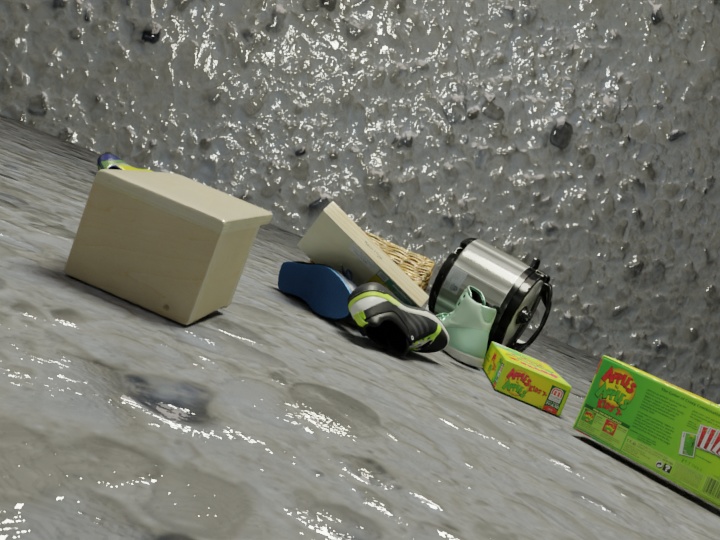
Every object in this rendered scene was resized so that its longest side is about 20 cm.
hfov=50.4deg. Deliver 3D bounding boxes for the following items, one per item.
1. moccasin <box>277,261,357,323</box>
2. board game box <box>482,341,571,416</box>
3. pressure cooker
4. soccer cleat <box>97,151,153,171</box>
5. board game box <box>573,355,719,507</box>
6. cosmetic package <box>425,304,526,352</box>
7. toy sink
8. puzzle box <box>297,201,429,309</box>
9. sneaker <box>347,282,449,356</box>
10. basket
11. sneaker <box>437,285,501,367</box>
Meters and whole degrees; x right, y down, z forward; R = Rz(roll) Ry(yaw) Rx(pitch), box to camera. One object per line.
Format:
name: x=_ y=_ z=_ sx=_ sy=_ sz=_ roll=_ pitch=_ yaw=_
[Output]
moccasin: x=-0.050 y=0.021 z=1.147 sx=0.068 sy=0.081 sz=0.199 roll=11 pitch=11 yaw=-37
board game box: x=0.252 y=0.163 z=1.186 sx=0.101 sy=0.048 sz=0.200 roll=23 pitch=3 yaw=2
pressure cooker: x=0.243 y=0.057 z=1.397 sx=0.199 sy=0.177 sz=0.178 roll=29 pitch=45 yaw=23
soccer cleat: x=-0.589 y=-0.236 z=1.979 sx=0.199 sy=0.065 sz=0.084 roll=25 pitch=30 yaw=-44
board game box: x=0.371 y=0.192 z=0.929 sx=0.199 sy=0.102 sz=0.047 roll=25 pitch=4 yaw=43
cosmetic package: x=0.231 y=0.130 z=1.548 sx=0.199 sy=0.052 sz=0.151 roll=24 pitch=1 yaw=18
toy sink: x=-0.187 y=-0.027 z=0.788 sx=0.129 sy=0.113 sz=0.200 roll=22 pitch=8 yaw=3
puzzle box: x=0.000 y=0.000 z=1.151 sx=0.200 sy=0.025 sz=0.133 roll=45 pitch=-31 yaw=-1
sneaker: x=0.053 y=0.091 z=1.061 sx=0.199 sy=0.072 sz=0.083 roll=29 pitch=36 yaw=-38
basket: x=0.005 y=0.033 z=1.293 sx=0.198 sy=0.150 sz=0.143 roll=24 pitch=28 yaw=10
sneaker: x=0.166 y=0.080 z=1.316 sx=0.073 sy=0.119 sz=0.200 roll=18 pitch=4 yaw=-29
